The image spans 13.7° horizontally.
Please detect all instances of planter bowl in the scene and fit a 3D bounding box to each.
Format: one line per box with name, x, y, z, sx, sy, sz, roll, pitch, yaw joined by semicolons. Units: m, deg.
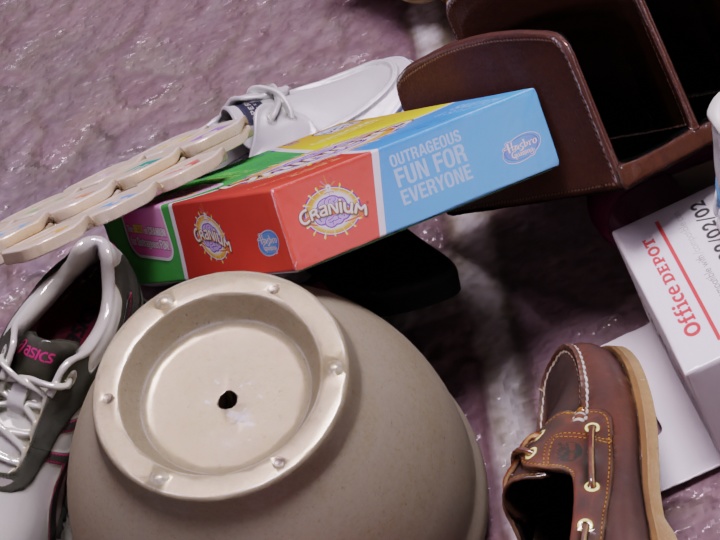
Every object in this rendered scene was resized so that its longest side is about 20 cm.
planter bowl;-0.049;0.083;1.382;0.200;0.135;0.201;-6;56;9

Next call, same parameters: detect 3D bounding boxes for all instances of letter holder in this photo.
letter holder;0.096;-0.116;1.484;0.100;0.142;0.200;-27;8;-21

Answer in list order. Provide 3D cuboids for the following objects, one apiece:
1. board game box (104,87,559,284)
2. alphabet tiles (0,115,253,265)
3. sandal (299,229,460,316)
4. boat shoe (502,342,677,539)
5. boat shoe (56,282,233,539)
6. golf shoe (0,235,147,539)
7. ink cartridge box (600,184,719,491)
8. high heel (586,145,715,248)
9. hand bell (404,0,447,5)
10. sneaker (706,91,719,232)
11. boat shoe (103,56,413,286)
board game box;-0.018;-0.039;1.470;0.153;0.040;0.200;-22;8;-27
alphabet tiles;-0.154;-0.030;1.540;0.200;0.015;0.196;-28;9;-24
sandal;0.000;0.000;1.552;0.075;0.045;0.200;-17;21;-11
boat shoe;0.099;0.102;1.351;0.070;0.071;0.200;8;37;-12
boat shoe;-0.099;0.078;1.523;0.066;0.074;0.200;29;67;19
golf shoe;-0.167;0.072;1.440;0.077;0.088;0.200;20;65;9
ink cartridge box;0.196;0.012;1.411;0.200;0.068;0.115;-26;39;3
high heel;0.207;-0.070;1.504;0.200;0.068;0.096;-26;30;-5
hand bell;0.058;-0.154;1.694;0.104;0.104;0.200;-33;51;-7
sneaker;0.232;-0.035;1.322;0.200;0.087;0.075;16;56;36
boat shoe;-0.052;-0.067;1.654;0.200;0.065;0.074;-35;38;-8
